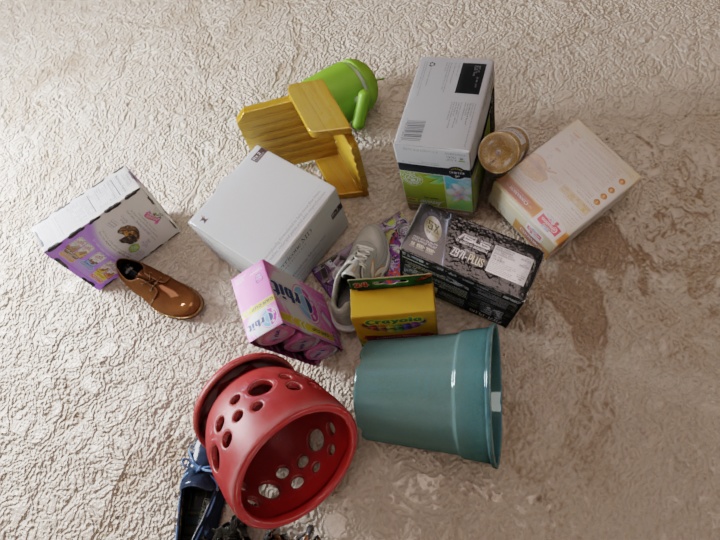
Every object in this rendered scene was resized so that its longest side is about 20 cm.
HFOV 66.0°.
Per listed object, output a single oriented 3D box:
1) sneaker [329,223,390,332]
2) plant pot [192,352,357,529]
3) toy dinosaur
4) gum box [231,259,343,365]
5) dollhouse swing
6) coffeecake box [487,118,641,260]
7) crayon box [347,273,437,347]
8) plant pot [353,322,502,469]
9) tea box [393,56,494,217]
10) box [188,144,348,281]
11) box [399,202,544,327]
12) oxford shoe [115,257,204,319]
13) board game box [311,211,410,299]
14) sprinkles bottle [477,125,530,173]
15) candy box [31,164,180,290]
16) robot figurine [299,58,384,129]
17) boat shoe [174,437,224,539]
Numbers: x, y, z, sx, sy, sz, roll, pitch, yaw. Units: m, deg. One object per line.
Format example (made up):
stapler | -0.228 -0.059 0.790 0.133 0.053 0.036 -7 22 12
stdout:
sneaker | 0.000 0.000 0.937 0.075 0.092 0.201 10 67 13
plant pot | -0.132 0.235 0.810 0.200 0.201 0.182 -45 41 -12
toy dinosaur | -0.157 0.420 0.794 0.199 0.102 0.136 -24 78 -26
gum box | -0.111 0.075 0.895 0.066 0.200 0.114 -31 60 14
dollhouse swing | -0.107 -0.217 1.032 0.175 0.200 0.182 -26 62 -4
coffeecake box | 0.352 -0.143 0.971 0.200 0.073 0.154 -37 73 -9
crayon box | 0.055 0.074 0.858 0.126 0.200 0.051 -5 60 8
plant pot | 0.103 0.178 0.815 0.195 0.200 0.202 -2 63 19
tea box | 0.158 -0.235 0.992 0.133 0.197 0.201 10 65 19
box | -0.163 -0.087 1.018 0.199 0.131 0.199 31 73 23
box | 0.168 -0.004 0.882 0.199 0.164 0.087 24 74 13
oxford shoe | -0.382 0.033 1.035 0.199 0.071 0.072 22 68 18
board game box | 0.025 -0.010 1.005 0.199 0.032 0.120 -35 67 -7
sprinkles bottle | 0.255 -0.215 0.972 0.068 0.200 0.069 7 108 21
candy box | -0.472 -0.077 1.049 0.200 0.168 0.072 -38 65 -10
robot figurine | -0.049 -0.354 1.129 0.199 0.116 0.175 -35 42 -19
boat shoe | -0.240 0.335 0.858 0.083 0.069 0.201 -7 63 7
